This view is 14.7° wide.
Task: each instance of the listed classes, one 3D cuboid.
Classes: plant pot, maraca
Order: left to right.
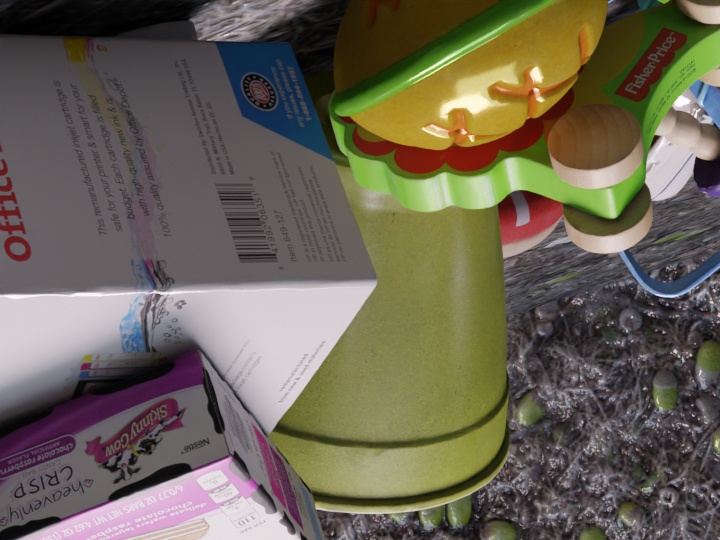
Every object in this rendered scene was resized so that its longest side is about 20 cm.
[{"bbox_3d":[0.000,0.000,1.555,0.199,0.194,0.201,7,-153,-4],"label":"plant pot"},{"bbox_3d":[0.071,-0.128,1.352,0.199,0.107,0.137,-29,-171,21],"label":"maraca"}]

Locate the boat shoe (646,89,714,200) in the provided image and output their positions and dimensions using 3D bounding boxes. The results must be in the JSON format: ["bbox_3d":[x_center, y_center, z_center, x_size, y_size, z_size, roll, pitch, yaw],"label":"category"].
[{"bbox_3d":[0.187,-0.113,1.712,0.070,0.071,0.200,-12,148,-32],"label":"boat shoe"}]

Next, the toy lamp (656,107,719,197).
[{"bbox_3d":[0.172,-0.093,1.655,0.199,0.059,0.058,23,155,-22],"label":"toy lamp"}]

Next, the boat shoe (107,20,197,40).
[{"bbox_3d":[-0.120,-0.074,1.435,0.071,0.068,0.200,-15,172,-20],"label":"boat shoe"}]

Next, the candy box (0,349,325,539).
[{"bbox_3d":[-0.102,0.123,1.351,0.136,0.061,0.200,-21,153,6],"label":"candy box"}]

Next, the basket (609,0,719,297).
[{"bbox_3d":[0.202,-0.098,1.574,0.199,0.177,0.139,-33,-162,12],"label":"basket"}]

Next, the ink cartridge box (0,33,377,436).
[{"bbox_3d":[-0.125,-0.011,1.320,0.199,0.148,0.145,0,145,-30],"label":"ink cartridge box"}]

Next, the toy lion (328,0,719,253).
[{"bbox_3d":[0.089,-0.104,1.454,0.200,0.191,0.069,-51,147,-26],"label":"toy lion"}]

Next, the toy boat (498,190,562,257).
[{"bbox_3d":[0.055,-0.084,1.709,0.199,0.131,0.131,-12,142,-40],"label":"toy boat"}]
